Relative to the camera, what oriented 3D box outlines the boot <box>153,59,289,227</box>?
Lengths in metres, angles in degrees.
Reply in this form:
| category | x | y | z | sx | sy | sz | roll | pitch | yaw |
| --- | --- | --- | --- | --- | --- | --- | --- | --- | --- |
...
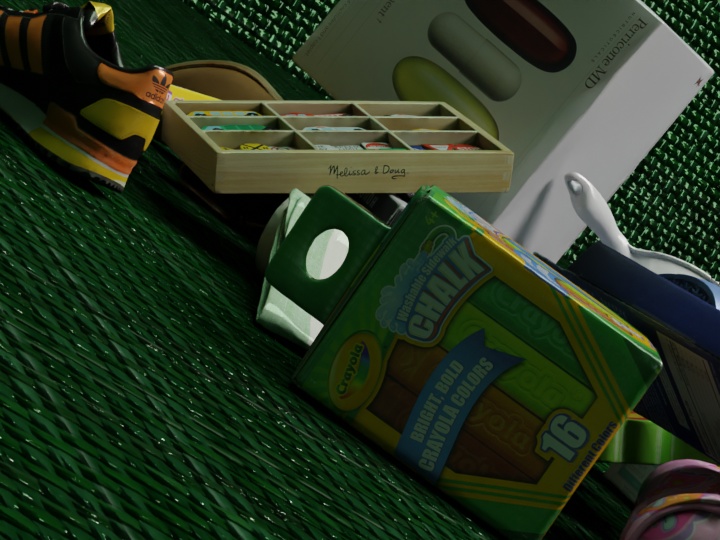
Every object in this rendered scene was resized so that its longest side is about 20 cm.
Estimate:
| category | x | y | z | sx | sy | sz | roll | pitch | yaw |
| --- | --- | --- | --- | --- | --- | --- | --- | --- | --- |
| boot | -0.099 | -0.082 | 1.827 | 0.199 | 0.077 | 0.155 | 21 | 26 | 14 |

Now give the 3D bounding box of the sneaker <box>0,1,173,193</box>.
| category | x | y | z | sx | sy | sz | roll | pitch | yaw |
| --- | --- | --- | --- | --- | --- | --- | --- | --- | --- |
| sneaker | -0.186 | -0.130 | 1.544 | 0.200 | 0.090 | 0.070 | 39 | 7 | 33 |

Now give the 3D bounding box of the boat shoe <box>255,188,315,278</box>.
| category | x | y | z | sx | sy | sz | roll | pitch | yaw |
| --- | --- | --- | --- | --- | --- | --- | --- | --- | --- |
| boat shoe | 0.000 | 0.001 | 1.651 | 0.071 | 0.070 | 0.201 | 31 | 0 | 24 |

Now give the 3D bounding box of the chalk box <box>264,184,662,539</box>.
| category | x | y | z | sx | sy | sz | roll | pitch | yaw |
| --- | --- | --- | --- | --- | --- | --- | --- | --- | --- |
| chalk box | 0.044 | 0.035 | 1.377 | 0.199 | 0.125 | 0.124 | 34 | 5 | 0 |

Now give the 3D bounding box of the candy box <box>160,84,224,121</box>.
| category | x | y | z | sx | sy | sz | roll | pitch | yaw |
| --- | --- | --- | --- | --- | --- | --- | --- | --- | --- |
| candy box | -0.163 | -0.120 | 1.701 | 0.102 | 0.027 | 0.200 | 17 | 2 | 23 |

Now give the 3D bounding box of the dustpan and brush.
| category | x | y | z | sx | sy | sz | roll | pitch | yaw |
| --- | --- | --- | --- | --- | --- | --- | --- | --- | --- |
| dustpan and brush | 0.191 | 0.013 | 1.786 | 0.139 | 0.058 | 0.200 | -12 | -46 | 38 |

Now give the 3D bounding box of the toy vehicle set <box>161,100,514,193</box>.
| category | x | y | z | sx | sy | sz | roll | pitch | yaw |
| --- | --- | --- | --- | --- | --- | --- | --- | --- | --- |
| toy vehicle set | -0.016 | -0.079 | 1.644 | 0.198 | 0.027 | 0.124 | -1 | 19 | -21 |

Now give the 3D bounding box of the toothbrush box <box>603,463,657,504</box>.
| category | x | y | z | sx | sy | sz | roll | pitch | yaw |
| --- | --- | --- | --- | --- | --- | --- | --- | --- | --- |
| toothbrush box | 0.289 | 0.180 | 1.801 | 0.199 | 0.086 | 0.146 | 31 | 8 | -39 |

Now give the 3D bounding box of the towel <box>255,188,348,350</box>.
| category | x | y | z | sx | sy | sz | roll | pitch | yaw |
| --- | --- | --- | --- | --- | --- | --- | --- | --- | --- |
| towel | 0.035 | 0.036 | 1.521 | 0.199 | 0.023 | 0.153 | 30 | 27 | -11 |

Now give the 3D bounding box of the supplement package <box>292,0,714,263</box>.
| category | x | y | z | sx | sy | sz | roll | pitch | yaw |
| --- | --- | --- | --- | --- | --- | --- | --- | --- | --- |
| supplement package | 0.101 | -0.143 | 1.812 | 0.200 | 0.192 | 0.147 | 42 | 7 | 23 |

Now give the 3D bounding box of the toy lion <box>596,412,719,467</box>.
| category | x | y | z | sx | sy | sz | roll | pitch | yaw |
| --- | --- | --- | --- | --- | --- | --- | --- | --- | --- |
| toy lion | 0.188 | 0.102 | 1.625 | 0.190 | 0.069 | 0.200 | 3 | 1 | 24 |

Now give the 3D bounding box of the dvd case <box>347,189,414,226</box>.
| category | x | y | z | sx | sy | sz | roll | pitch | yaw |
| --- | --- | --- | --- | --- | --- | --- | --- | --- | --- |
| dvd case | 0.072 | -0.010 | 1.693 | 0.199 | 0.025 | 0.150 | 32 | 6 | -26 |

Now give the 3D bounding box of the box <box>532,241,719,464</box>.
| category | x | y | z | sx | sy | sz | roll | pitch | yaw |
| --- | --- | --- | --- | --- | --- | --- | --- | --- | --- |
| box | 0.184 | 0.056 | 1.460 | 0.200 | 0.032 | 0.122 | 31 | -24 | 45 |

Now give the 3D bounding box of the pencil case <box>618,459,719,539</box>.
| category | x | y | z | sx | sy | sz | roll | pitch | yaw |
| --- | --- | --- | --- | --- | --- | --- | --- | --- | --- |
| pencil case | 0.187 | 0.156 | 1.438 | 0.087 | 0.088 | 0.200 | 35 | 5 | 5 |

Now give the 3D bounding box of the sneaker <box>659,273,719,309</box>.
| category | x | y | z | sx | sy | sz | roll | pitch | yaw |
| --- | --- | --- | --- | --- | --- | --- | --- | --- | --- |
| sneaker | 0.202 | 0.052 | 1.714 | 0.077 | 0.071 | 0.200 | 15 | -18 | -25 |
